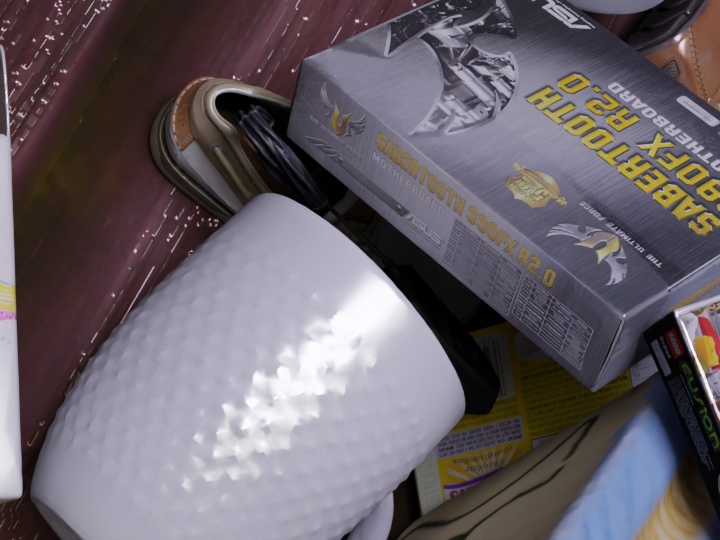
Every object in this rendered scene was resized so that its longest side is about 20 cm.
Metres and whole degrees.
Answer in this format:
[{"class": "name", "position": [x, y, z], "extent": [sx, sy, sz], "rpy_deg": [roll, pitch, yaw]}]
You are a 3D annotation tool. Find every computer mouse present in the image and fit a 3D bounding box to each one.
[{"class": "computer mouse", "position": [0.000, 0.000, 0.954], "extent": [0.034, 0.059, 0.200], "rpy_deg": [-36, 109, 12]}]

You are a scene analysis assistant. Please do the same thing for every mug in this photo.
[{"class": "mug", "position": [-0.052, 0.094, 0.940], "extent": [0.175, 0.147, 0.201], "rpy_deg": [-43, 129, -17]}]

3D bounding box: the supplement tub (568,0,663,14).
[{"class": "supplement tub", "position": [0.149, -0.259, 1.082], "extent": [0.140, 0.140, 0.201], "rpy_deg": [31, 69, -17]}]

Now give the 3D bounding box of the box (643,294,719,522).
[{"class": "box", "position": [0.205, 0.098, 0.814], "extent": [0.109, 0.035, 0.202], "rpy_deg": [-18, 79, -19]}]

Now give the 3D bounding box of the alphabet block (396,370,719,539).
[{"class": "alphabet block", "position": [0.105, 0.193, 0.881], "extent": [0.197, 0.200, 0.195], "rpy_deg": [53, 38, -2]}]

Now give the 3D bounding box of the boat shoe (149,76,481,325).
[{"class": "boat shoe", "position": [-0.013, -0.030, 1.008], "extent": [0.199, 0.068, 0.075], "rpy_deg": [29, 70, -17]}]

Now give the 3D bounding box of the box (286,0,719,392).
[{"class": "box", "position": [0.088, -0.051, 0.912], "extent": [0.158, 0.049, 0.200], "rpy_deg": [-27, 57, -39]}]

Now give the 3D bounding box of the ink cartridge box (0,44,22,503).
[{"class": "ink cartridge box", "position": [-0.201, 0.006, 0.889], "extent": [0.067, 0.117, 0.202], "rpy_deg": [1, 80, -25]}]

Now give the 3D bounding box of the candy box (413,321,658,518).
[{"class": "candy box", "position": [0.109, 0.069, 0.980], "extent": [0.026, 0.199, 0.103], "rpy_deg": [3, 74, -54]}]

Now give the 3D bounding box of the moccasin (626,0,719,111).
[{"class": "moccasin", "position": [0.222, -0.153, 1.128], "extent": [0.078, 0.073, 0.202], "rpy_deg": [53, 46, -20]}]
